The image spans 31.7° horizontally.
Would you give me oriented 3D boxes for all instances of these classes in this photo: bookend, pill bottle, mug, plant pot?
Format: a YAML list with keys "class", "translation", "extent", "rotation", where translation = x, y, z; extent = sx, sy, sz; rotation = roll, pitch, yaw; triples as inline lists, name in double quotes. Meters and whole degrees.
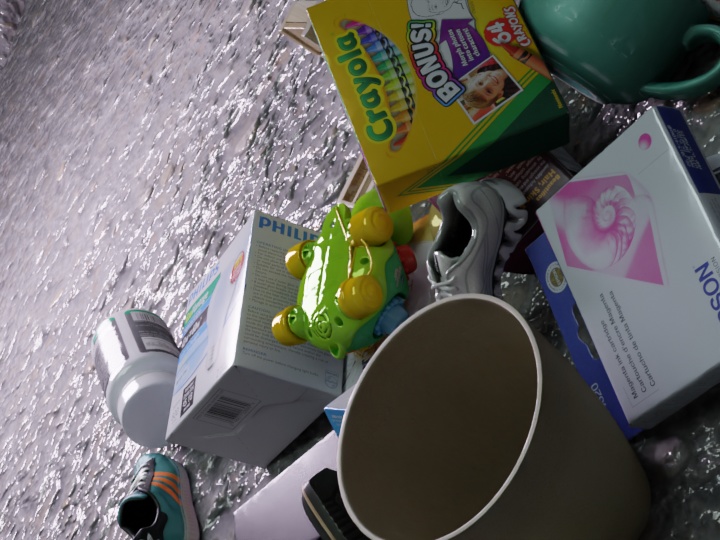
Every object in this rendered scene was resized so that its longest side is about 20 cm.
- class: "bookend"
  translation: [-0.017, 0.265, 1.151]
  extent: [0.200, 0.092, 0.199]
  rotation: [-43, 36, 27]
- class: "pill bottle"
  translation: [-0.280, 0.139, 1.643]
  extent: [0.113, 0.113, 0.200]
  rotation: [-56, 30, 10]
- class: "mug"
  translation: [0.222, -0.213, 1.121]
  extent: [0.114, 0.152, 0.185]
  rotation: [-56, 30, 8]
- class: "plant pot"
  translation: [0.118, 0.144, 0.927]
  extent: [0.187, 0.200, 0.187]
  rotation: [-30, 43, 33]

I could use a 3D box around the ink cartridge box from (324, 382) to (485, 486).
- class: "ink cartridge box"
  translation: [0.064, 0.183, 1.054]
  extent: [0.067, 0.200, 0.116]
  rotation: [-35, 17, -30]

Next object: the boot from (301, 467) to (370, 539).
- class: "boot"
  translation: [-0.007, 0.278, 1.049]
  extent: [0.200, 0.077, 0.138]
  rotation: [50, 120, 12]

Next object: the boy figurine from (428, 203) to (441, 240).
- class: "boy figurine"
  translation: [0.114, -0.117, 1.283]
  extent: [0.124, 0.064, 0.200]
  rotation: [106, 176, -65]

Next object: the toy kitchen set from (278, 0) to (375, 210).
- class: "toy kitchen set"
  translation: [0.002, -0.170, 1.376]
  extent: [0.163, 0.200, 0.181]
  rotation: [20, 83, 61]

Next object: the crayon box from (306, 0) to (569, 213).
- class: "crayon box"
  translation: [0.066, -0.173, 1.113]
  extent: [0.172, 0.058, 0.200]
  rotation: [-21, 64, 0]

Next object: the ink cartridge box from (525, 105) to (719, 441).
- class: "ink cartridge box"
  translation: [0.208, 0.011, 0.971]
  extent: [0.200, 0.043, 0.197]
  rotation: [-46, 54, 41]

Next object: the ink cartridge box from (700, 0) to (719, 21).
- class: "ink cartridge box"
  translation: [0.307, -0.297, 1.086]
  extent: [0.125, 0.128, 0.200]
  rotation: [-57, 31, 7]

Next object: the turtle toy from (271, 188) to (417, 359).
- class: "turtle toy"
  translation: [0.000, 0.000, 1.255]
  extent: [0.146, 0.101, 0.200]
  rotation: [-24, 47, 47]

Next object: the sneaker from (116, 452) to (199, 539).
- class: "sneaker"
  translation: [-0.252, 0.273, 1.516]
  extent: [0.071, 0.080, 0.200]
  rotation: [-56, 30, 10]

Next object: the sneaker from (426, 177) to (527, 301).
- class: "sneaker"
  translation: [0.087, 0.019, 1.087]
  extent: [0.075, 0.081, 0.200]
  rotation: [8, 96, 40]

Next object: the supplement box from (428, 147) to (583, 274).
- class: "supplement box"
  translation: [0.113, -0.103, 1.175]
  extent: [0.110, 0.086, 0.200]
  rotation: [-50, 65, 18]

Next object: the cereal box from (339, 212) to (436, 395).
- class: "cereal box"
  translation: [0.037, 0.053, 1.296]
  extent: [0.144, 0.040, 0.200]
  rotation: [-32, 41, 43]

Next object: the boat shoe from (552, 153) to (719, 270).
- class: "boat shoe"
  translation: [0.234, -0.012, 1.016]
  extent: [0.200, 0.071, 0.091]
  rotation: [-34, 39, 38]

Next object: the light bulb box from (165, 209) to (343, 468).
- class: "light bulb box"
  translation: [-0.110, 0.078, 1.388]
  extent: [0.198, 0.125, 0.200]
  rotation: [-47, 31, 46]
